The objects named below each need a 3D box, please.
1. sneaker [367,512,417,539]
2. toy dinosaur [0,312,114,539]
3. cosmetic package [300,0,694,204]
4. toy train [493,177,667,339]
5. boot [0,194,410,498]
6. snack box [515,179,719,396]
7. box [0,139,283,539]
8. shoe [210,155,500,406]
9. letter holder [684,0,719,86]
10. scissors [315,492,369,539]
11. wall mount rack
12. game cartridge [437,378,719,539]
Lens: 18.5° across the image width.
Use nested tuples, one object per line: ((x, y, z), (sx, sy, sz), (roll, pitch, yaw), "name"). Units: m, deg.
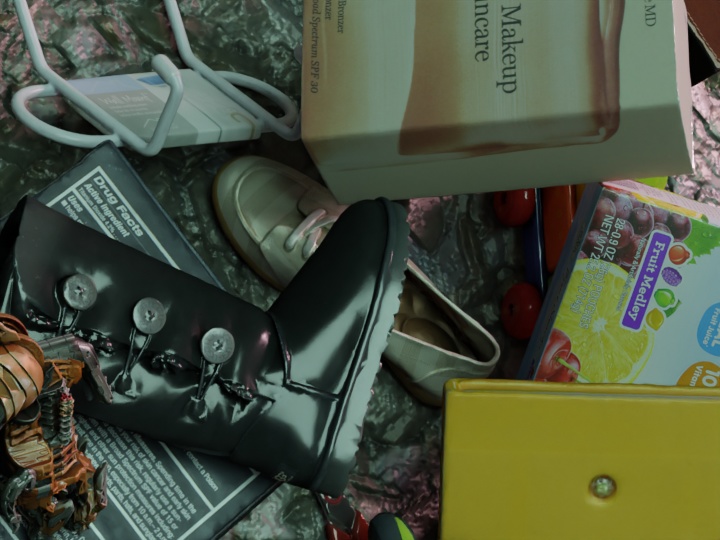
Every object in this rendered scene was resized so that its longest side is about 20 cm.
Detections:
((-0.005, 0.230, 1.202), (0.081, 0.074, 0.201), (9, 77, -2), "sneaker")
((-0.186, 0.057, 0.997), (0.135, 0.102, 0.200), (-33, 111, -11), "toy dinosaur")
((0.074, -0.104, 1.177), (0.199, 0.087, 0.104), (-6, 66, 12), "cosmetic package")
((0.142, -0.054, 1.329), (0.084, 0.116, 0.201), (4, 75, -25), "toy train")
((-0.084, 0.009, 1.101), (0.199, 0.066, 0.165), (19, 66, -14), "boot")
((0.196, 0.055, 1.229), (0.199, 0.068, 0.169), (17, 103, -5), "snack box")
((-0.158, 0.078, 1.146), (0.198, 0.123, 0.200), (-39, 93, -27), "box")
((0.000, 0.000, 1.282), (0.200, 0.053, 0.070), (40, 63, -11), "shoe")
((0.189, -0.225, 1.408), (0.142, 0.101, 0.200), (-35, 93, -30), "letter holder")
((-0.007, 0.138, 1.267), (0.073, 0.014, 0.201), (-11, 80, -25), "scissors")
((-0.120, -0.130, 1.232), (0.174, 0.075, 0.200), (39, 30, 30), "wall mount rack")
((0.128, 0.160, 1.205), (0.175, 0.032, 0.201), (2, 105, 0), "game cartridge")
